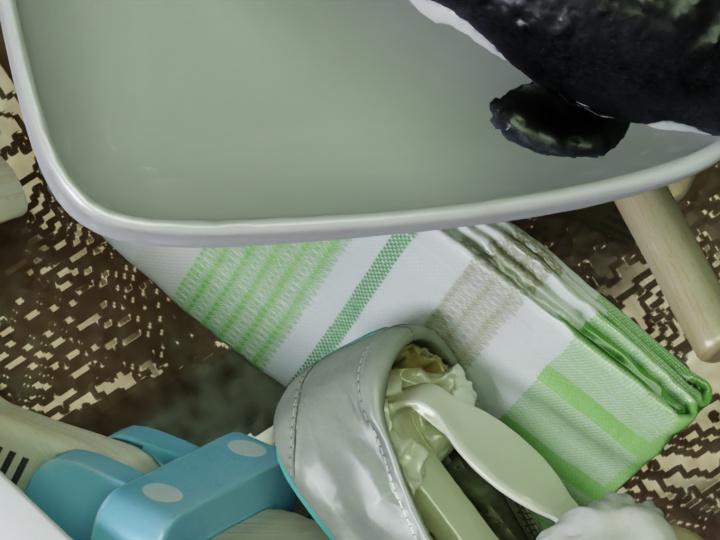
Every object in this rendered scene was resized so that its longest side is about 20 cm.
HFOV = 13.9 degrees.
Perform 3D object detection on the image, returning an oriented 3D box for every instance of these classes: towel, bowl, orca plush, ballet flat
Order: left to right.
[{"bbox_3d":[-0.005,-0.099,0.785,0.199,0.075,0.201,-7,77,-13],"label":"bowl"},{"bbox_3d":[0.000,0.000,0.876,0.200,0.149,0.031,39,63,0],"label":"towel"},{"bbox_3d":[0.051,0.103,0.831,0.064,0.067,0.200,-36,88,33],"label":"ballet flat"},{"bbox_3d":[0.048,-0.101,0.721,0.200,0.071,0.105,42,69,1],"label":"orca plush"}]

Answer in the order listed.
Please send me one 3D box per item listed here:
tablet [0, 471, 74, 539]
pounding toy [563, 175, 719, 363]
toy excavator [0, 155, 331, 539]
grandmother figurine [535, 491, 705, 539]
[{"bbox_3d":[-0.131,0.105,0.855,0.200,0.014,0.130,40,120,21],"label":"tablet"},{"bbox_3d":[0.058,-0.093,0.886,0.184,0.142,0.201,26,82,1],"label":"pounding toy"},{"bbox_3d":[-0.085,0.075,0.878,0.199,0.100,0.195,19,111,23],"label":"toy excavator"},{"bbox_3d":[0.141,0.094,0.800,0.199,0.121,0.061,6,125,-11],"label":"grandmother figurine"}]
